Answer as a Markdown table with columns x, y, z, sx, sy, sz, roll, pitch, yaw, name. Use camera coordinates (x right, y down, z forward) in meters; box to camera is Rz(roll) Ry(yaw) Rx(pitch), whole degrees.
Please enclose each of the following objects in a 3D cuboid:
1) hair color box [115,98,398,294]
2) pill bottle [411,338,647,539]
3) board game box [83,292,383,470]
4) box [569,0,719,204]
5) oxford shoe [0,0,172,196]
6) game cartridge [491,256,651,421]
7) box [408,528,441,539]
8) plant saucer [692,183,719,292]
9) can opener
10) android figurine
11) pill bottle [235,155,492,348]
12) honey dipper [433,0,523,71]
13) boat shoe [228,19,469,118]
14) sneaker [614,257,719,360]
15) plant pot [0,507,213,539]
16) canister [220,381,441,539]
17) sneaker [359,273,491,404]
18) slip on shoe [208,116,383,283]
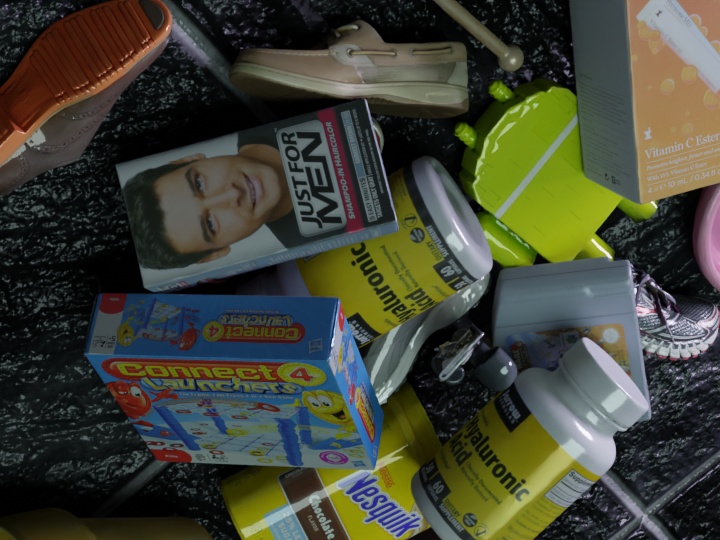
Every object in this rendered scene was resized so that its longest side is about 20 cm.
| x | y | z | sx | sy | sz | roll | pitch | yaw | name |
| --- | --- | --- | --- | --- | --- | --- | --- | --- | --- |
| -0.078 | -0.055 | 1.209 | 0.199 | 0.061 | 0.100 | -15 | 84 | 2 | hair color box |
| 0.148 | 0.156 | 1.354 | 0.200 | 0.111 | 0.111 | -45 | 129 | 12 | pill bottle |
| -0.096 | 0.092 | 1.268 | 0.198 | 0.056 | 0.196 | 0 | 149 | 13 | board game box |
| 0.249 | -0.172 | 1.275 | 0.124 | 0.097 | 0.201 | -15 | 113 | -17 | box |
| -0.216 | -0.128 | 1.160 | 0.199 | 0.072 | 0.073 | -34 | 149 | 6 | oxford shoe |
| 0.187 | 0.072 | 1.408 | 0.132 | 0.042 | 0.201 | -10 | 134 | 8 | game cartridge |
| 0.126 | 0.363 | 1.580 | 0.166 | 0.164 | 0.200 | -43 | 129 | 9 | box |
| 0.396 | -0.065 | 1.478 | 0.199 | 0.051 | 0.202 | -12 | 127 | -16 | plant saucer |
| 0.092 | 0.084 | 1.365 | 0.066 | 0.200 | 0.053 | 44 | 87 | 2 | can opener |
| 0.165 | -0.084 | 1.352 | 0.200 | 0.041 | 0.182 | 35 | 96 | -27 | android figurine |
| 0.000 | 0.000 | 1.297 | 0.199 | 0.112 | 0.111 | -30 | 131 | 14 | pill bottle |
| 0.067 | -0.214 | 1.240 | 0.038 | 0.038 | 0.200 | -48 | 132 | 13 | honey dipper |
| -0.008 | -0.160 | 1.228 | 0.199 | 0.071 | 0.065 | 3 | 86 | -26 | boat shoe |
| 0.257 | 0.031 | 1.463 | 0.199 | 0.081 | 0.075 | 9 | 116 | -28 | sneaker |
| -0.223 | 0.299 | 1.374 | 0.188 | 0.201 | 0.202 | -8 | 127 | -39 | plant pot |
| -0.015 | 0.210 | 1.463 | 0.199 | 0.087 | 0.149 | -26 | 129 | -3 | canister |
| 0.023 | 0.046 | 1.382 | 0.079 | 0.074 | 0.200 | 38 | 96 | -29 | sneaker |
| -0.063 | -0.055 | 1.272 | 0.199 | 0.061 | 0.074 | -34 | 128 | -1 | slip on shoe |
